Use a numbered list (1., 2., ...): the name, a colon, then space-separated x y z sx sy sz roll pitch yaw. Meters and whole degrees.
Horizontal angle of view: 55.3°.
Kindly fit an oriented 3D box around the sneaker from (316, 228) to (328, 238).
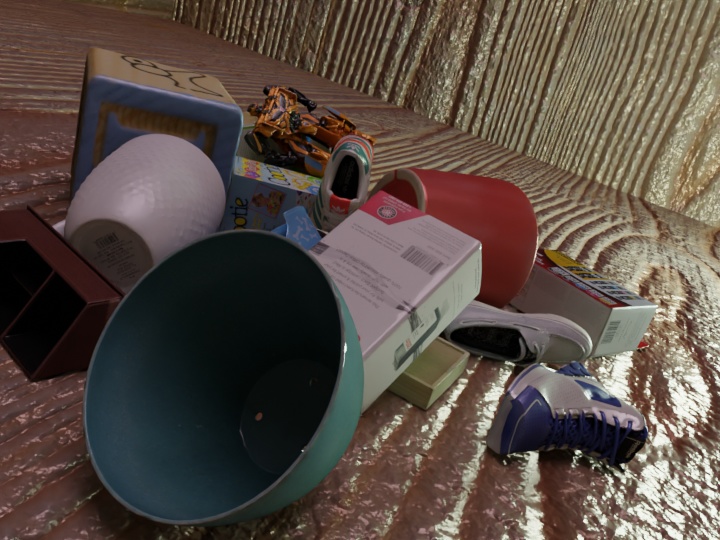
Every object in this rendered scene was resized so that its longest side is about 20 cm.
1. sneaker: 0.000 0.000 0.859 0.199 0.077 0.089 25 3 5

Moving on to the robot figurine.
1. robot figurine: -0.078 -0.206 1.050 0.199 0.058 0.146 26 62 -21

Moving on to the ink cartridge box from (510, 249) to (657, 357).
1. ink cartridge box: 0.344 0.044 1.078 0.175 0.084 0.200 0 27 -40

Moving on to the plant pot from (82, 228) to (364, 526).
1. plant pot: -0.077 0.090 0.506 0.200 0.201 0.135 32 -10 34

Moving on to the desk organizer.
1. desk organizer: -0.304 0.014 0.633 0.199 0.072 0.077 33 27 34

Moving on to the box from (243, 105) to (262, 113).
1. box: -0.222 -0.228 1.207 0.158 0.046 0.200 -25 26 -7

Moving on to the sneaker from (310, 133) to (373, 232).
1. sneaker: -0.033 -0.075 0.892 0.070 0.201 0.093 16 16 1

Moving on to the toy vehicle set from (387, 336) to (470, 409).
1. toy vehicle set: 0.016 0.080 0.793 0.199 0.027 0.124 27 22 21

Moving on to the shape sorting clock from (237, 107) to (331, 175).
1. shape sorting clock: -0.138 -0.161 1.081 0.198 0.201 0.039 16 -15 -7

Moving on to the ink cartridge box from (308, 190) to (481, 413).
1. ink cartridge box: 0.010 0.026 0.714 0.145 0.085 0.200 31 58 32

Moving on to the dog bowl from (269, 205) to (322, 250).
1. dog bowl: -0.112 0.003 0.739 0.050 0.112 0.200 46 42 6

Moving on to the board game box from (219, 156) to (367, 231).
1. board game box: -0.097 -0.081 0.995 0.199 0.106 0.103 13 20 -15

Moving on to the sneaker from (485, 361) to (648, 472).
1. sneaker: 0.228 0.154 0.708 0.115 0.081 0.199 32 23 37

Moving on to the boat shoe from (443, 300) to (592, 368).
1. boat shoe: 0.198 0.093 0.872 0.199 0.070 0.072 13 31 -2

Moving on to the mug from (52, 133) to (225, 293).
1. mug: -0.263 -0.047 0.751 0.198 0.149 0.176 -11 27 9

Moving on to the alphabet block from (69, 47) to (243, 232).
1. alphabet block: -0.284 -0.169 0.931 0.194 0.198 0.200 10 22 -25

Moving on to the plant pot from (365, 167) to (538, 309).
1. plant pot: 0.107 -0.048 0.934 0.176 0.202 0.200 11 21 -33
